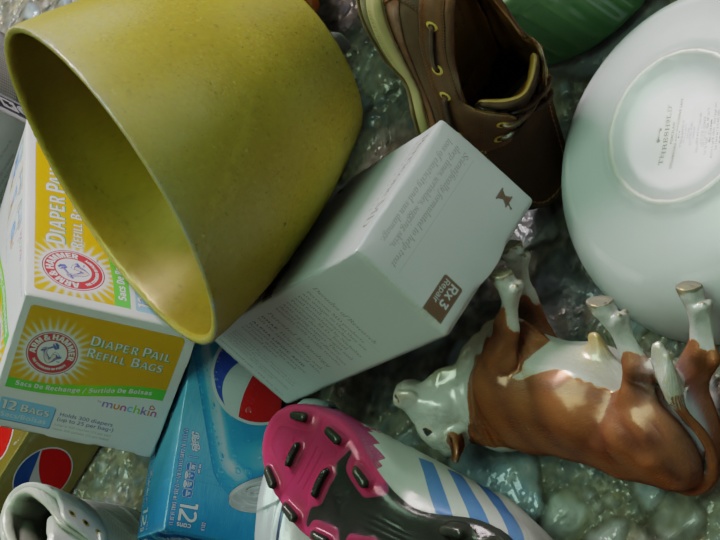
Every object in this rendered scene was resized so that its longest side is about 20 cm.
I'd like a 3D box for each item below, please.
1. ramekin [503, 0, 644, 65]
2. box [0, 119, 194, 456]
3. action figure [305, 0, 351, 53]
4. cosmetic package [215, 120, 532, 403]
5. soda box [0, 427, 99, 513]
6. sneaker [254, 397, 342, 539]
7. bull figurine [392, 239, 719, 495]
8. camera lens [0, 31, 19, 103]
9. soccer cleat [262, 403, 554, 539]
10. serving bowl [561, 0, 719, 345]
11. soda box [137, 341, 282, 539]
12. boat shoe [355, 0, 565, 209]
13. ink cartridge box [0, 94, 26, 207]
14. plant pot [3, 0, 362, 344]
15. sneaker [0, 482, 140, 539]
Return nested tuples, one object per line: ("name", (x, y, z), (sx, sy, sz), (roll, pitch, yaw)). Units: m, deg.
("ramekin", (0.095, -0.219, 1.106), (0.199, 0.097, 0.202), (-17, 62, 36))
("box", (-0.172, 0.007, 1.185), (0.201, 0.111, 0.102), (-104, 32, -53))
("action figure", (-0.062, -0.234, 1.117), (0.193, 0.104, 0.202), (26, 116, 47))
("cosmetic package", (0.000, 0.000, 1.050), (0.102, 0.074, 0.200), (-56, 13, -29))
("soda box", (-0.248, 0.147, 1.286), (0.068, 0.064, 0.201), (41, 102, 43))
("sneaker", (-0.022, 0.176, 1.082), (0.070, 0.073, 0.202), (4, 79, 23))
("bull figurine", (0.105, 0.057, 0.996), (0.199, 0.065, 0.123), (11, 117, 36))
("camera lens", (-0.319, -0.113, 1.358), (0.159, 0.199, 0.162), (-17, 63, 36))
("soccer cleat", (0.031, 0.135, 1.024), (0.199, 0.086, 0.070), (30, 104, 36))
("serving bowl", (0.184, -0.065, 0.989), (0.199, 0.066, 0.202), (-16, 63, 35))
("soda box", (-0.085, 0.070, 1.157), (0.068, 0.064, 0.202), (150, 130, -66))
("boat shoe", (0.068, -0.097, 1.013), (0.067, 0.200, 0.072), (25, 69, 44))
("ink cartridge box", (-0.284, -0.029, 1.294), (0.199, 0.199, 0.043), (-55, 45, 8))
("plant pot", (-0.082, -0.081, 1.037), (0.141, 0.201, 0.200), (-34, 44, -18))
("sneaker", (-0.149, 0.201, 1.142), (0.200, 0.115, 0.074), (36, 95, 42))
